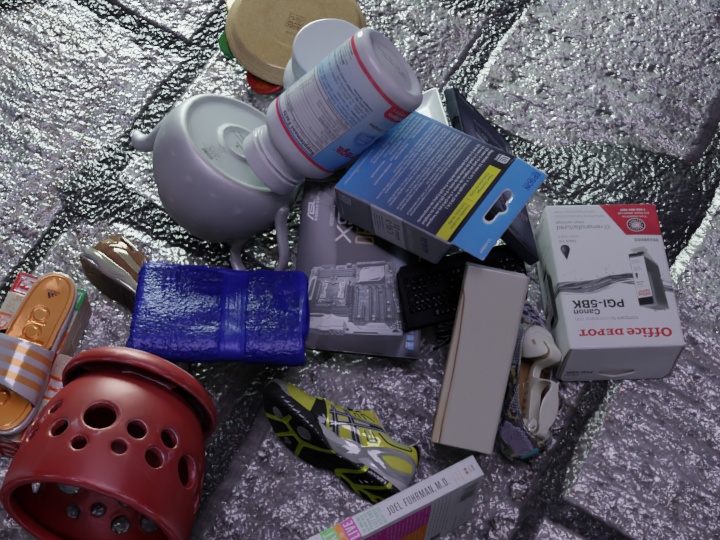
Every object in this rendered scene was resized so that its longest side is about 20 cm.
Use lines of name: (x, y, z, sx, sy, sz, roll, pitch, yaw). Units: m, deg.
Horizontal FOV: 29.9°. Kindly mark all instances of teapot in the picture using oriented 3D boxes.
teapot: (-0.174, -0.103, 1.642, 0.197, 0.146, 0.201, 22, 38, -24)

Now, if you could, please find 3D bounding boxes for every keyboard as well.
keyboard: (0.133, 0.030, 1.599, 0.199, 0.040, 0.105, -13, 96, -36)

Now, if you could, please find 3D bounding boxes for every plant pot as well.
plant pot: (-0.254, 0.192, 1.427, 0.199, 0.201, 0.183, 15, 57, 4)

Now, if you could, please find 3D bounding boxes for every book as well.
book: (0.034, 0.276, 1.441, 0.199, 0.134, 0.048, -24, 64, -18)

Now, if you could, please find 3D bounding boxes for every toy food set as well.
toy food set: (-0.090, -0.320, 1.824, 0.199, 0.049, 0.199, 5, 60, -3)

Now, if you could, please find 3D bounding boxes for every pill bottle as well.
pill bottle: (-0.035, -0.175, 1.535, 0.200, 0.109, 0.109, -36, 61, 23)
pill bottle: (-0.041, -0.210, 1.676, 0.112, 0.200, 0.114, 3, 60, -4)

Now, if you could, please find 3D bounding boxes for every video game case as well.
video game case: (0.161, -0.118, 1.670, 0.019, 0.143, 0.201, -29, 46, 23)

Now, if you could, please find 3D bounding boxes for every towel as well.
towel: (-0.155, 0.044, 1.501, 0.199, 0.050, 0.148, 1, 36, -4)

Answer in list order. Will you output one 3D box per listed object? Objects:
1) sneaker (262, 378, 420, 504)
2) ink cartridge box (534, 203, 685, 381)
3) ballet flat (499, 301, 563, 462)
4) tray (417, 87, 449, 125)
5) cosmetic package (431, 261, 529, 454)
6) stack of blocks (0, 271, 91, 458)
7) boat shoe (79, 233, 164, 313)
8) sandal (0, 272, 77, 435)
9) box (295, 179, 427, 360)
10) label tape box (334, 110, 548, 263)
sneaker: (-0.023, 0.185, 1.532, 0.200, 0.075, 0.076, 37, 55, 4)
ink cartridge box: (0.299, 0.025, 1.639, 0.146, 0.083, 0.201, -2, 60, -7)
ballet flat: (0.206, 0.124, 1.574, 0.072, 0.072, 0.201, 8, 64, -1)
tray: (0.064, -0.162, 1.699, 0.107, 0.022, 0.200, -24, 29, 9)
cosmetic package: (0.134, 0.096, 1.520, 0.073, 0.104, 0.201, 11, 92, 3)
stack of blocks: (-0.373, 0.111, 1.542, 0.114, 0.059, 0.201, 16, 60, 4)
boat shoe: (-0.242, 0.022, 1.599, 0.200, 0.076, 0.072, 38, 62, 14)
sandal: (-0.375, 0.079, 1.492, 0.079, 0.059, 0.208, 14, 60, 3)
box: (0.000, 0.000, 1.604, 0.157, 0.050, 0.201, 6, 84, -2)
label tape box: (0.092, -0.086, 1.533, 0.199, 0.066, 0.143, 28, 63, 22)
